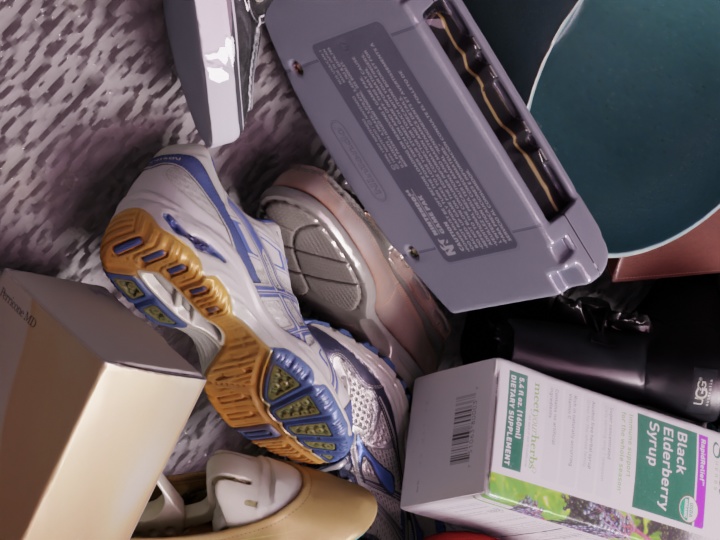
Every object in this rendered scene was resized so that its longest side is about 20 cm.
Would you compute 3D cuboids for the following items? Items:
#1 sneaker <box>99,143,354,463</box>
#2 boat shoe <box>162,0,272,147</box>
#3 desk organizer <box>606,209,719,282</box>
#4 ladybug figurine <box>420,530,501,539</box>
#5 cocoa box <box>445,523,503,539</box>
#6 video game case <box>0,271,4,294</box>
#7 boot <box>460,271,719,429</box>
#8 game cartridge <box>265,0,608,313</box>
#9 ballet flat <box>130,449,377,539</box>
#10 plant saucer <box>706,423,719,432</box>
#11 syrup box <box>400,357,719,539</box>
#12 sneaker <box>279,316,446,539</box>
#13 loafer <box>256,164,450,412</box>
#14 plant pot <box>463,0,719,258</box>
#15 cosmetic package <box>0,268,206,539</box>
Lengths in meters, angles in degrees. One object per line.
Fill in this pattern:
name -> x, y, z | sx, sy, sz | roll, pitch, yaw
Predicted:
sneaker -> -0.054, 0.017, 1.302 | 0.200, 0.075, 0.088 | 56, 40, -35
boat shoe -> -0.060, -0.155, 1.208 | 0.068, 0.074, 0.200 | -12, 117, -16
desk organizer -> 0.216, -0.048, 1.515 | 0.200, 0.072, 0.077 | -4, 123, -38
ladybug figurine -> 0.073, 0.213, 1.413 | 0.135, 0.072, 0.200 | -22, 130, 12
cocoa box -> 0.149, 0.212, 1.589 | 0.200, 0.133, 0.131 | 27, 99, -46
video game case -> -0.256, 0.069, 1.236 | 0.200, 0.023, 0.183 | -34, 135, -16
boot -> 0.145, 0.033, 1.494 | 0.168, 0.200, 0.077 | 10, 107, -6
game cartridge -> 0.033, -0.072, 1.262 | 0.040, 0.133, 0.200 | -41, 107, -34
ballet flat -> -0.092, 0.130, 1.333 | 0.199, 0.069, 0.063 | -10, 124, 2
plant saucer -> 0.240, 0.093, 1.578 | 0.027, 0.200, 0.201 | 7, 122, 5
syrup box -> 0.126, 0.117, 1.405 | 0.200, 0.081, 0.079 | 19, 68, -32
sneaker -> -0.011, 0.114, 1.396 | 0.085, 0.077, 0.200 | -56, 132, -40
loafer -> 0.000, 0.000, 1.378 | 0.063, 0.072, 0.200 | -56, 144, -25
plant pot -> 0.126, -0.127, 1.336 | 0.200, 0.135, 0.201 | -22, 131, -27
cosmetic package -> -0.169, 0.111, 1.248 | 0.071, 0.105, 0.200 | 12, 108, -46
